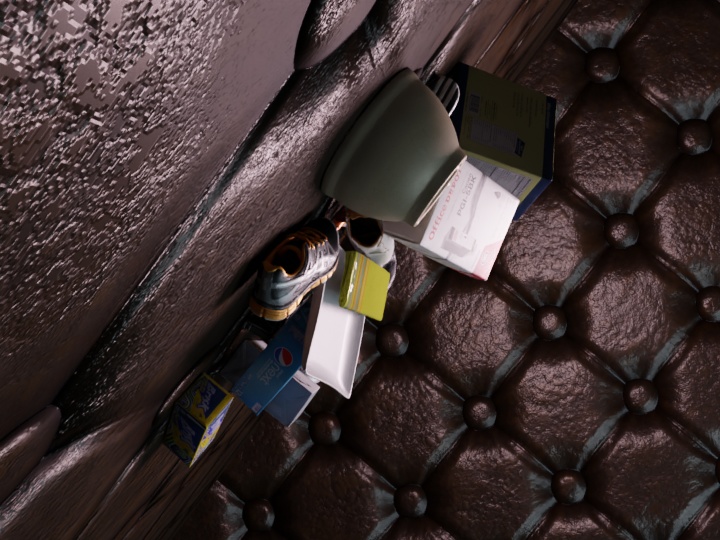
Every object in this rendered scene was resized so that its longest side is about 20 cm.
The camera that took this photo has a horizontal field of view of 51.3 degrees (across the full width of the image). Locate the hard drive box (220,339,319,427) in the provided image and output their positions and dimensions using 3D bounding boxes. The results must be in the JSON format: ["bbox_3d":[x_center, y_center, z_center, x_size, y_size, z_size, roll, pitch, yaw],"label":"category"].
[{"bbox_3d":[-0.163,0.205,1.394,0.077,0.155,0.200,-52,177,-5],"label":"hard drive box"}]

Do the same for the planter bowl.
[{"bbox_3d":[0.059,-0.146,1.010,0.201,0.134,0.200,-52,177,-4],"label":"planter bowl"}]

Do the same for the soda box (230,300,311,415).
[{"bbox_3d":[-0.127,0.143,1.213,0.200,0.064,0.068,-48,179,32],"label":"soda box"}]

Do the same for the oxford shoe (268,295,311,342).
[{"bbox_3d":[-0.121,0.086,1.580,0.199,0.058,0.075,-35,-172,-22],"label":"oxford shoe"}]

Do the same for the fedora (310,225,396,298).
[{"bbox_3d":[0.000,0.000,1.340,0.199,0.091,0.204,-24,120,-49],"label":"fedora"}]

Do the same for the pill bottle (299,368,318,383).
[{"bbox_3d":[-0.132,0.192,1.585,0.112,0.112,0.199,-49,-168,-30],"label":"pill bottle"}]

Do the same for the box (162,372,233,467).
[{"bbox_3d":[-0.265,0.244,1.211,0.070,0.064,0.201,-49,174,-36],"label":"box"}]

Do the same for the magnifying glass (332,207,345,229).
[{"bbox_3d":[0.001,-0.128,1.314,0.200,0.022,0.080,-50,175,-30],"label":"magnifying glass"}]

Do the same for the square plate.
[{"bbox_3d":[-0.039,0.078,1.147,0.200,0.028,0.201,48,50,-64],"label":"square plate"}]

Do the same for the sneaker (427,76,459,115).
[{"bbox_3d":[0.108,-0.233,1.269,0.201,0.075,0.116,-55,178,20],"label":"sneaker"}]

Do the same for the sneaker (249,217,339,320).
[{"bbox_3d":[-0.080,-0.018,1.005,0.201,0.077,0.078,-58,162,-48],"label":"sneaker"}]

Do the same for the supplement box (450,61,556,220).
[{"bbox_3d":[0.234,-0.232,1.365,0.135,0.197,0.203,123,-18,-57],"label":"supplement box"}]

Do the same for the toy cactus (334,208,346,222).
[{"bbox_3d":[0.064,-0.117,1.221,0.200,0.164,0.103,-48,-162,28],"label":"toy cactus"}]

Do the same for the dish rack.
[{"bbox_3d":[-0.098,0.011,1.177,0.201,0.054,0.154,-58,175,39],"label":"dish rack"}]

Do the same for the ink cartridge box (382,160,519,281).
[{"bbox_3d":[0.143,-0.086,1.162,0.199,0.082,0.149,22,91,-47],"label":"ink cartridge box"}]

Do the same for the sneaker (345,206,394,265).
[{"bbox_3d":[0.009,-0.051,1.171,0.201,0.071,0.086,67,19,-55],"label":"sneaker"}]

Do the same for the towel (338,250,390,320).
[{"bbox_3d":[0.008,0.028,1.207,0.200,0.018,0.088,29,72,-70],"label":"towel"}]
